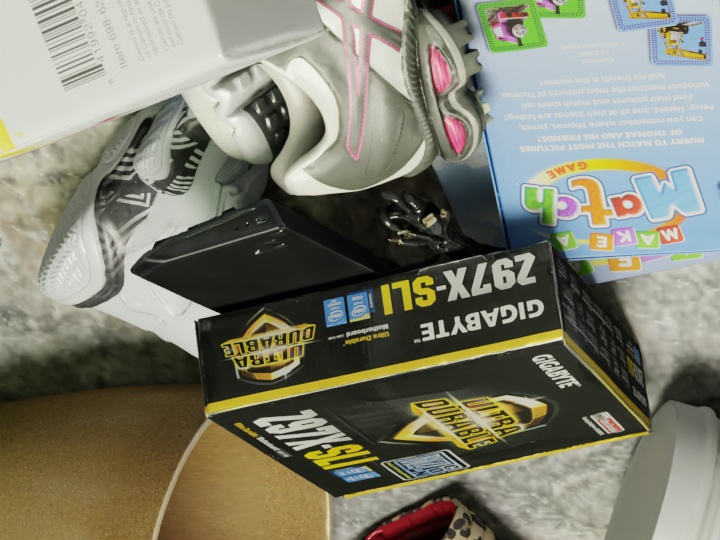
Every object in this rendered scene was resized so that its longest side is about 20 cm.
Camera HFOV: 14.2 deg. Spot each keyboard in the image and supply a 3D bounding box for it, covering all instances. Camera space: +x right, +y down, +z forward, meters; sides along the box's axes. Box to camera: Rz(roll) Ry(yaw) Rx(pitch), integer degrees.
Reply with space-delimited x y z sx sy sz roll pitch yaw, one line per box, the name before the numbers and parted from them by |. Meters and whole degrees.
keyboard | 0.000 0.000 1.227 0.127 0.021 0.200 -16 161 22

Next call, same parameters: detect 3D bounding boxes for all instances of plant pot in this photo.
plant pot | -0.143 0.133 1.409 0.200 0.186 0.187 8 134 25

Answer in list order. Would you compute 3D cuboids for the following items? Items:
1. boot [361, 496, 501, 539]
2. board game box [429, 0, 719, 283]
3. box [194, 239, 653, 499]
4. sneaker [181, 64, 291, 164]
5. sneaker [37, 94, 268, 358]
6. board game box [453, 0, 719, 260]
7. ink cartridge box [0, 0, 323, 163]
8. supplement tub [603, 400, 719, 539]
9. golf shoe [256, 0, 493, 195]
boot | 0.039 0.207 1.485 0.151 0.073 0.200 39 124 -23
board game box | 0.096 -0.083 1.230 0.151 0.037 0.200 -11 128 21
box | 0.033 0.048 1.283 0.160 0.049 0.200 -11 163 13
sneaker | -0.082 -0.135 1.188 0.081 0.075 0.200 -18 100 45
sneaker | -0.056 -0.030 1.299 0.115 0.075 0.200 29 135 -15
board game box | 0.118 -0.092 1.158 0.151 0.037 0.200 -3 128 14
ink cartridge box | -0.135 -0.121 1.111 0.200 0.083 0.145 -19 93 30
supplement tub | 0.220 0.148 1.344 0.200 0.145 0.145 18 132 -3
golf shoe | -0.014 -0.122 1.126 0.088 0.077 0.200 -23 112 -12
